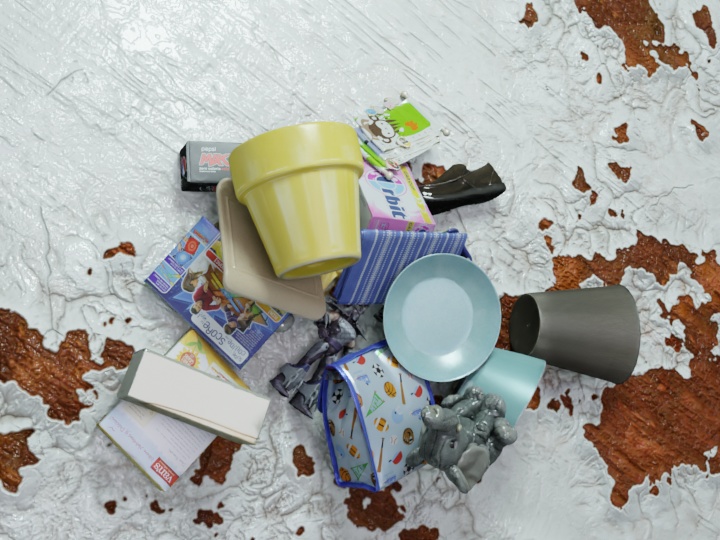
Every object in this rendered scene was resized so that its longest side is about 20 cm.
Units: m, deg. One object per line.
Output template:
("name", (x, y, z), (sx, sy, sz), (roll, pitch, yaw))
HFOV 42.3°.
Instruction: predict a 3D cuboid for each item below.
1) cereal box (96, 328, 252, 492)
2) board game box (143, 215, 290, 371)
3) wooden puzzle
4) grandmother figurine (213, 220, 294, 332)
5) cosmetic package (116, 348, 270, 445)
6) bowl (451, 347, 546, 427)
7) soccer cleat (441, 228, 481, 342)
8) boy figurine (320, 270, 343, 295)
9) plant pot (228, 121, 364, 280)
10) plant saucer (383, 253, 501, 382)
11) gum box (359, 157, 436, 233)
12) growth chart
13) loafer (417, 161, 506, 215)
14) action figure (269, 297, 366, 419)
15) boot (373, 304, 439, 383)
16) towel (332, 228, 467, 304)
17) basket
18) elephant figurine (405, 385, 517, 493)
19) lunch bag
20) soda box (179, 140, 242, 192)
("cereal box", (-0.276, 0.209, 1.399), (0.144, 0.039, 0.200), (48, 67, -10))
("board game box", (-0.212, 0.035, 1.422), (0.200, 0.034, 0.136), (44, 86, -4))
("wooden puzzle", (-0.141, -0.030, 1.427), (0.183, 0.037, 0.202), (21, 46, -35))
("grandmother figurine", (-0.166, 0.008, 1.473), (0.120, 0.061, 0.202), (-28, 91, -16))
("cosmetic package", (-0.240, 0.184, 1.340), (0.198, 0.103, 0.074), (24, 74, -18))
("bowl", (0.213, 0.210, 1.553), (0.104, 0.201, 0.202), (31, 69, 6))
("soccer cleat", (0.165, 0.024, 1.554), (0.064, 0.084, 0.203), (-3, 62, -26))
("boy figurine", (0.000, 0.000, 1.512), (0.197, 0.124, 0.065), (-11, 73, -20))
("plant pot", (-0.081, -0.094, 1.371), (0.198, 0.200, 0.192), (-8, 81, -25))
("plant saucer", (0.127, 0.075, 1.487), (0.197, 0.039, 0.205), (0, 90, -14))
("gum box", (0.035, -0.118, 1.524), (0.112, 0.067, 0.201), (6, 38, -24))
("growth chart", (0.058, -0.236, 1.585), (0.144, 0.018, 0.199), (39, 51, 18))
("loafer", (0.163, -0.149, 1.645), (0.197, 0.073, 0.072), (-11, 76, -30))
("action figure", (-0.052, 0.131, 1.492), (0.130, 0.069, 0.201), (46, 74, -30))
("boot", (0.136, 0.075, 1.595), (0.199, 0.069, 0.175), (-39, 90, -31))
("towel", (0.062, -0.006, 1.477), (0.197, 0.146, 0.024), (1, 39, -29))
("basket", (0.378, 0.107, 1.663), (0.197, 0.136, 0.184), (5, 76, -19))
("elephant figurine", (0.132, 0.260, 1.397), (0.199, 0.140, 0.157), (-20, 87, -50))
("lunch bag", (0.027, 0.221, 1.471), (0.169, 0.123, 0.203), (-19, 98, -43))
("soda box", (-0.186, -0.163, 1.487), (0.197, 0.063, 0.072), (-1, 82, -24))
